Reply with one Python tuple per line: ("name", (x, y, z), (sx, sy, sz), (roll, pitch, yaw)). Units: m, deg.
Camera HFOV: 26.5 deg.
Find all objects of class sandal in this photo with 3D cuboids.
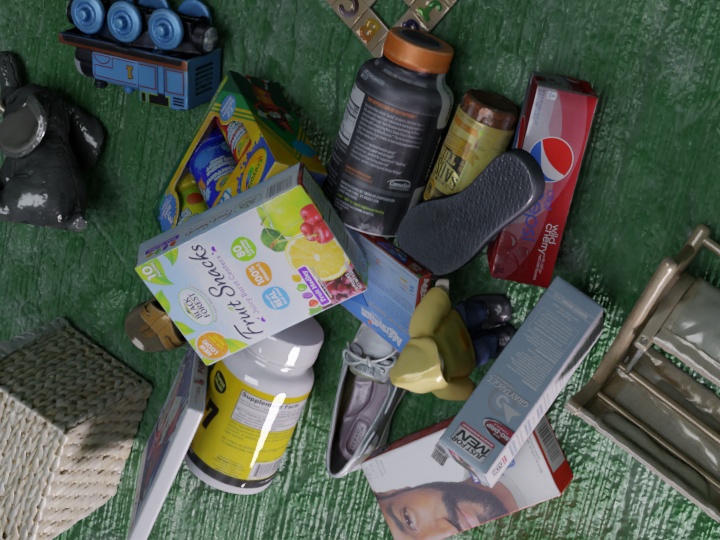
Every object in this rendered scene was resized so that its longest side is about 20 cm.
("sandal", (-0.227, 0.059, 1.754), (0.081, 0.054, 0.199), (54, 143, -5))
("sandal", (0.113, -0.054, 1.510), (0.199, 0.043, 0.077), (-30, 85, 44))

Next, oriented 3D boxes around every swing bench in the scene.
("swing bench", (0.337, 0.103, 1.462), (0.198, 0.129, 0.201), (38, 122, 15))

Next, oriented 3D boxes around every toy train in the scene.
("toy train", (-0.246, -0.250, 1.714), (0.198, 0.087, 0.116), (14, 114, 24))

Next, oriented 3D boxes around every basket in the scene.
("basket", (-0.382, 0.196, 1.827), (0.160, 0.200, 0.200), (30, 115, 16))

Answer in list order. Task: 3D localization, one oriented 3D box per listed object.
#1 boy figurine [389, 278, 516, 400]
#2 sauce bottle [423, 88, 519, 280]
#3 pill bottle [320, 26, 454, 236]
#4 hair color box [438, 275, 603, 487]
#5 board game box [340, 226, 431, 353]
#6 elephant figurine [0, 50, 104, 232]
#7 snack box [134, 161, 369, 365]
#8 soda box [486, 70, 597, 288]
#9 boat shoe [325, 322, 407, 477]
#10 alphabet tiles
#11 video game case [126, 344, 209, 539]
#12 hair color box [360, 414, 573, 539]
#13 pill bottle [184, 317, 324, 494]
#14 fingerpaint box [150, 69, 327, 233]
("boy figurine", (0.090, 0.072, 1.543), (0.064, 0.199, 0.126), (-10, 94, 30))
("sauce bottle", (0.101, -0.085, 1.576), (0.066, 0.066, 0.202), (28, 113, 19))
("pill bottle", (0.033, -0.145, 1.574), (0.106, 0.106, 0.202), (27, 114, 20))
("hair color box", (0.162, 0.112, 1.519), (0.060, 0.099, 0.201), (34, 83, 16))
("board game box", (0.000, 0.000, 1.624), (0.200, 0.019, 0.104), (38, 133, 38))
("elephant figurine", (-0.375, -0.154, 1.788), (0.153, 0.142, 0.203), (8, 90, -3))
("snack box", (-0.109, -0.004, 1.568), (0.198, 0.053, 0.143), (-25, 118, 16))
("soda box", (0.178, -0.090, 1.521), (0.063, 0.070, 0.202), (10, 110, -4))
("boat shoe", (0.007, 0.132, 1.678), (0.074, 0.065, 0.204), (26, 113, 20))
("alphabet tiles", (0.019, -0.334, 1.594), (0.200, 0.008, 0.167), (49, 119, 9))
("video game case", (-0.218, 0.189, 1.756), (0.023, 0.183, 0.201), (21, 115, -12))
("hair color box", (0.112, 0.213, 1.633), (0.199, 0.064, 0.112), (-26, 90, 25))
("pill bottle", (-0.118, 0.140, 1.720), (0.114, 0.114, 0.202), (31, 114, 18))
("fingerpaint box", (-0.137, -0.084, 1.654), (0.201, 0.073, 0.168), (-56, 41, 28))
